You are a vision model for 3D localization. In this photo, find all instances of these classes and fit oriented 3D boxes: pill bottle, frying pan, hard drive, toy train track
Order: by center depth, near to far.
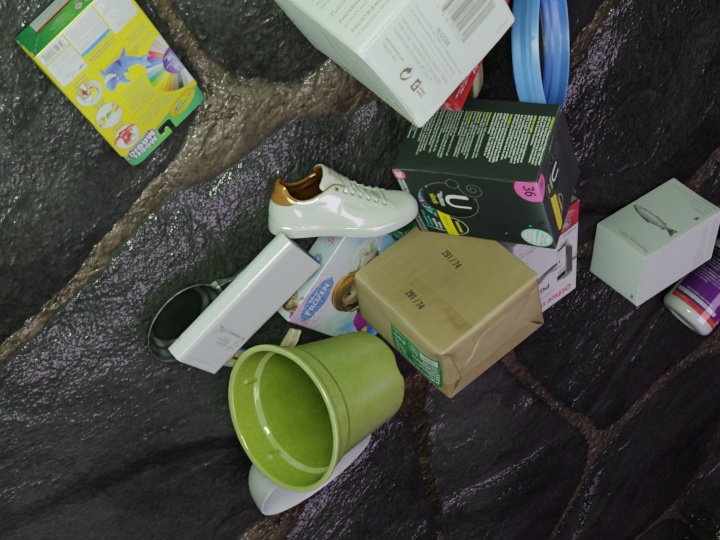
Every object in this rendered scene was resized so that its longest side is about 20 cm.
[{"bbox_3d":[-0.200,0.032,1.583,0.191,0.031,0.115,-55,147,5],"label":"frying pan"},{"bbox_3d":[-0.143,0.044,1.601,0.200,0.027,0.132,-45,161,2],"label":"hard drive"},{"bbox_3d":[-0.136,0.131,1.744,0.199,0.032,0.115,15,111,-51],"label":"toy train track"},{"bbox_3d":[0.689,0.019,2.460,0.200,0.112,0.112,-50,145,1],"label":"pill bottle"}]

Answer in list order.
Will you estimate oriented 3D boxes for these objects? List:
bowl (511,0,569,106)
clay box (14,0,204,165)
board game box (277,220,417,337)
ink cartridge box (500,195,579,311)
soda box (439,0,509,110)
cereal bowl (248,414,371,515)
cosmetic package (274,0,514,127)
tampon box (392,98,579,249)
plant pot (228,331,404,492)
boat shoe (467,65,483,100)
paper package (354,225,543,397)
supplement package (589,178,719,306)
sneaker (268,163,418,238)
[{"bbox_3d":[0.235,-0.299,1.654,0.200,0.039,0.204,1,90,-70],"label":"bowl"},{"bbox_3d":[-0.250,-0.205,1.299,0.115,0.048,0.200,-45,146,-7],"label":"clay box"},{"bbox_3d":[0.000,0.000,1.762,0.199,0.041,0.201,21,105,-53],"label":"board game box"},{"bbox_3d":[0.265,-0.024,1.990,0.146,0.083,0.201,-34,141,-22],"label":"ink cartridge box"},{"bbox_3d":[0.115,-0.288,1.481,0.063,0.069,0.202,39,70,-43],"label":"soda box"},{"bbox_3d":[-0.085,0.265,1.856,0.199,0.084,0.201,-34,161,-13],"label":"cereal bowl"},{"bbox_3d":[0.027,-0.299,1.378,0.167,0.200,0.167,-48,145,1],"label":"cosmetic package"},{"bbox_3d":[0.167,-0.130,1.657,0.127,0.198,0.150,-69,151,-25],"label":"tampon box"},{"bbox_3d":[-0.045,0.169,1.710,0.183,0.200,0.202,-22,137,-44],"label":"plant pot"},{"bbox_3d":[0.131,-0.304,1.600,0.065,0.072,0.201,-39,137,-20],"label":"boat shoe"},{"bbox_3d":[0.119,0.037,1.718,0.190,0.200,0.104,-37,142,-16],"label":"paper package"},{"bbox_3d":[0.512,-0.051,2.202,0.199,0.117,0.118,-29,141,-27],"label":"supplement package"},{"bbox_3d":[-0.017,-0.091,1.599,0.197,0.073,0.086,-7,123,-18],"label":"sneaker"}]
